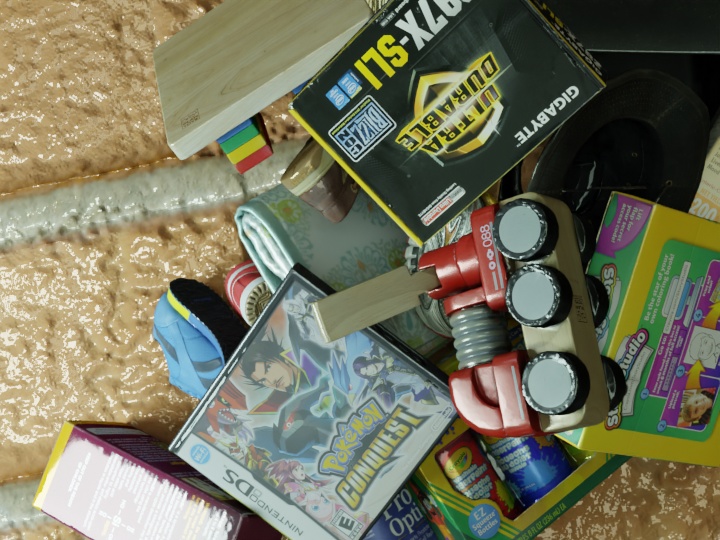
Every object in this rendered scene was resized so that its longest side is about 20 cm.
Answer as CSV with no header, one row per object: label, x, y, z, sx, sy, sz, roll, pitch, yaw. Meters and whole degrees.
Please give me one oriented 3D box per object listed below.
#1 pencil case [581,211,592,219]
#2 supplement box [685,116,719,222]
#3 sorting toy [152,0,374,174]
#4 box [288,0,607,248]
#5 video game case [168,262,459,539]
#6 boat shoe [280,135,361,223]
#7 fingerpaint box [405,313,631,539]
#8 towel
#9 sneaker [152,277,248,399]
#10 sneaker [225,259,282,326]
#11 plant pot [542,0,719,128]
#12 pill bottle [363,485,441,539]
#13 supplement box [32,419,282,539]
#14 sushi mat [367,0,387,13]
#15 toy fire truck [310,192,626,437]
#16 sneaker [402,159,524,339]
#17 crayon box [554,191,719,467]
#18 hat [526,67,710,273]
pencil case,0.217,0.009,1.170,0.200,0.078,0.090,41,80,1
supplement box,0.374,-0.101,1.155,0.125,0.074,0.202,31,94,2
sorting toy,-0.077,-0.183,1.140,0.199,0.200,0.070,-32,124,7
box,0.066,-0.141,1.004,0.200,0.049,0.160,-40,100,25
video game case,-0.037,0.126,1.073,0.180,0.026,0.201,36,109,0
boat shoe,-0.005,-0.102,1.121,0.072,0.200,0.072,45,119,-9
fingerpaint box,0.130,0.140,1.144,0.199,0.073,0.168,-33,93,-19
towel,0.000,0.000,1.142,0.048,0.170,0.202,-33,87,47
sneaker,-0.128,0.094,1.176,0.200,0.065,0.079,46,119,35
sneaker,-0.036,0.046,1.205,0.198,0.112,0.072,27,92,-27
plant pot,0.217,-0.234,1.112,0.197,0.200,0.180,1,78,4
pill bottle,-0.002,0.207,1.179,0.111,0.112,0.202,-30,90,5
supplement box,-0.178,0.214,1.166,0.198,0.110,0.087,23,91,21
sushi mat,0.023,-0.190,1.209,0.094,0.012,0.203,0,92,4
toy fire truck,0.081,0.047,1.002,0.198,0.128,0.179,-17,77,32
sneaker,0.093,-0.039,1.106,0.077,0.082,0.203,3,102,-34
crayon box,0.253,0.053,1.069,0.171,0.058,0.203,12,98,-33
hat,0.200,-0.085,1.090,0.198,0.081,0.203,-13,124,-20
